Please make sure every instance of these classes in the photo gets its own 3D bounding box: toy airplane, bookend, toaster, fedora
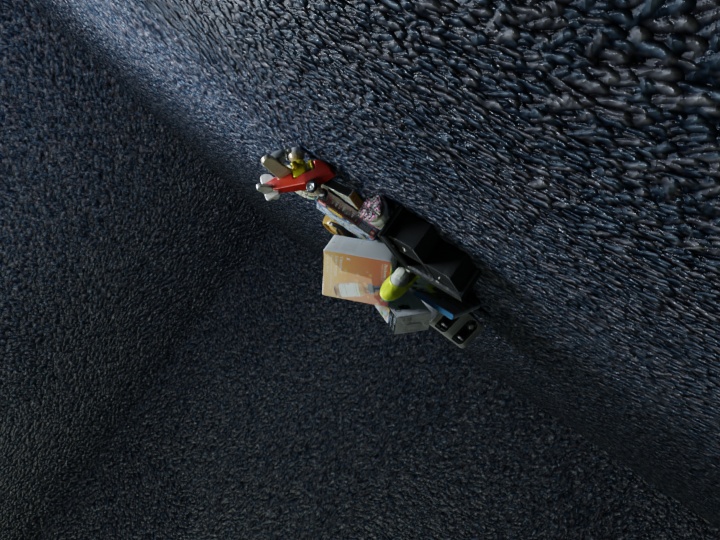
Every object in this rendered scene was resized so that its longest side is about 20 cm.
[{"bbox_3d":[-0.184,-0.261,1.567,0.198,0.142,0.200,5,170,-20],"label":"toy airplane"},{"bbox_3d":[0.173,-0.039,1.435,0.199,0.092,0.199,32,172,32],"label":"bookend"},{"bbox_3d":[0.285,0.141,1.937,0.181,0.119,0.200,38,-173,-27],"label":"toaster"},{"bbox_3d":[-0.063,-0.153,1.926,0.200,0.082,0.201,36,179,1],"label":"fedora"}]

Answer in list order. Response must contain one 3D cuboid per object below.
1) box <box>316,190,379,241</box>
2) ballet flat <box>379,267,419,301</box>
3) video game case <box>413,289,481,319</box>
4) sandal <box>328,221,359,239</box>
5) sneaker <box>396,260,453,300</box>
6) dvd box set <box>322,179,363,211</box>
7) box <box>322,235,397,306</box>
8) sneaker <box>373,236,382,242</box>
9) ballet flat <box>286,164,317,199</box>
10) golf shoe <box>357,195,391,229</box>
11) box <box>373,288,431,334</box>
[{"bbox_3d":[-0.038,-0.155,1.708,0.199,0.040,0.137,35,173,-1],"label":"box"},{"bbox_3d":[0.126,0.009,1.596,0.067,0.200,0.067,37,141,24],"label":"ballet flat"},{"bbox_3d":[0.267,0.088,1.775,0.143,0.018,0.200,33,-156,27],"label":"video game case"},{"bbox_3d":[-0.036,-0.096,1.841,0.075,0.045,0.200,35,179,40],"label":"sandal"},{"bbox_3d":[0.192,0.022,1.742,0.199,0.075,0.085,29,-156,-3],"label":"sneaker"},{"bbox_3d":[-0.032,-0.196,1.708,0.146,0.029,0.200,32,172,37],"label":"dvd box set"},{"bbox_3d":[0.000,0.000,1.685,0.199,0.153,0.106,10,-151,13],"label":"box"},{"bbox_3d":[0.062,-0.094,1.900,0.082,0.070,0.200,66,-171,18],"label":"sneaker"},{"bbox_3d":[-0.202,-0.290,1.858,0.200,0.068,0.075,35,159,36],"label":"ballet flat"},{"bbox_3d":[0.053,-0.142,1.476,0.092,0.073,0.200,31,-175,-10],"label":"golf shoe"},{"bbox_3d":[0.115,0.103,1.737,0.116,0.060,0.200,-6,-148,-22],"label":"box"}]
